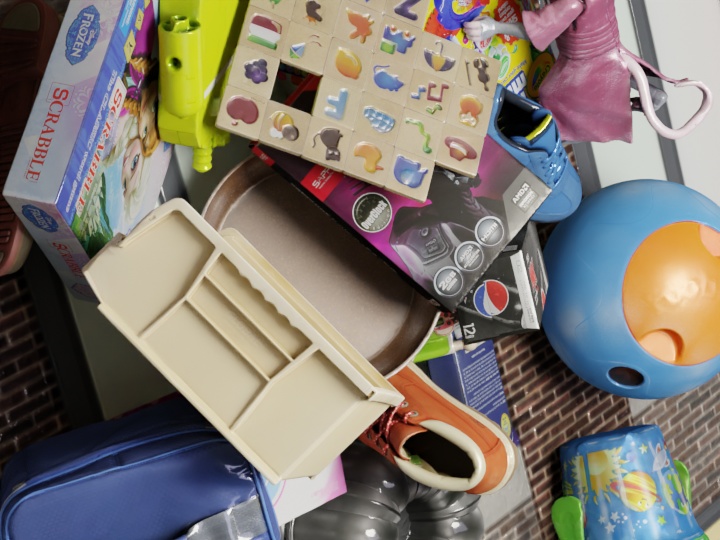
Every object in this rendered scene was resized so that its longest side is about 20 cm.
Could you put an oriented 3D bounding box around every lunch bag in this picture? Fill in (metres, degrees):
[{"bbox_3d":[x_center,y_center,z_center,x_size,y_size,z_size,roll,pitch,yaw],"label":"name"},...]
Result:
[{"bbox_3d":[-0.159,0.179,1.403,0.200,0.132,0.136,-19,103,-9],"label":"lunch bag"}]

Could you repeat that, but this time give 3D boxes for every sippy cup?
[{"bbox_3d":[0.246,0.215,1.913,0.178,0.139,0.131,19,57,-86],"label":"sippy cup"}]

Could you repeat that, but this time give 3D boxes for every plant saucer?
[{"bbox_3d":[-0.033,-0.001,1.574,0.200,0.034,0.201,3,78,-16],"label":"plant saucer"}]

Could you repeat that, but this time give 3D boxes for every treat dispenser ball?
[{"bbox_3d":[0.260,0.017,1.872,0.201,0.201,0.202,2,88,-48],"label":"treat dispenser ball"}]

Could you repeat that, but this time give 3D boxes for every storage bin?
[{"bbox_3d":[-0.079,0.049,1.423,0.094,0.199,0.200,-45,173,2],"label":"storage bin"}]

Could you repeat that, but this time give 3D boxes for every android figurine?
[{"bbox_3d":[-0.110,-0.171,1.488,0.182,0.041,0.200,-62,158,-60],"label":"android figurine"}]

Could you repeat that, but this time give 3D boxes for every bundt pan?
[{"bbox_3d":[0.032,0.217,1.707,0.202,0.076,0.203,0,90,-48],"label":"bundt pan"}]

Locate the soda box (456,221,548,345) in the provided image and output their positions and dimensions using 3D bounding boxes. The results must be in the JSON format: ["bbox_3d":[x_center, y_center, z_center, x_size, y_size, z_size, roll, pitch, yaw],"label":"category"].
[{"bbox_3d":[0.115,0.004,1.684,0.200,0.063,0.071,-55,132,-77],"label":"soda box"}]

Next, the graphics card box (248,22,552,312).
[{"bbox_3d":[0.030,-0.076,1.552,0.200,0.051,0.126,41,84,-5],"label":"graphics card box"}]

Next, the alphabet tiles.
[{"bbox_3d":[0.005,-0.146,1.514,0.200,0.008,0.168,20,67,-14],"label":"alphabet tiles"}]

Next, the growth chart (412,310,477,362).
[{"bbox_3d":[0.000,0.000,1.653,0.144,0.018,0.200,-19,115,0],"label":"growth chart"}]

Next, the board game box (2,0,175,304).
[{"bbox_3d":[-0.176,-0.100,1.434,0.200,0.041,0.200,72,32,-69],"label":"board game box"}]

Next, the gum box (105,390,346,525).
[{"bbox_3d":[-0.107,0.146,1.558,0.200,0.066,0.114,-22,106,-46],"label":"gum box"}]

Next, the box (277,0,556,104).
[{"bbox_3d":[0.042,-0.185,1.694,0.200,0.122,0.193,-46,122,-38],"label":"box"}]

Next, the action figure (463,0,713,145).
[{"bbox_3d":[0.183,-0.188,1.662,0.134,0.149,0.200,-47,138,-30],"label":"action figure"}]

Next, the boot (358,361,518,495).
[{"bbox_3d":[0.025,0.112,1.609,0.075,0.200,0.107,-64,165,9],"label":"boot"}]

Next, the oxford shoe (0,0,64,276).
[{"bbox_3d":[-0.223,-0.087,1.435,0.075,0.070,0.201,24,71,-48],"label":"oxford shoe"}]

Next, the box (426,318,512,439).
[{"bbox_3d":[0.085,0.062,1.757,0.121,0.032,0.201,-21,98,-71],"label":"box"}]

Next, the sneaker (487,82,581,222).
[{"bbox_3d":[0.136,-0.093,1.652,0.200,0.078,0.066,37,62,-45],"label":"sneaker"}]
